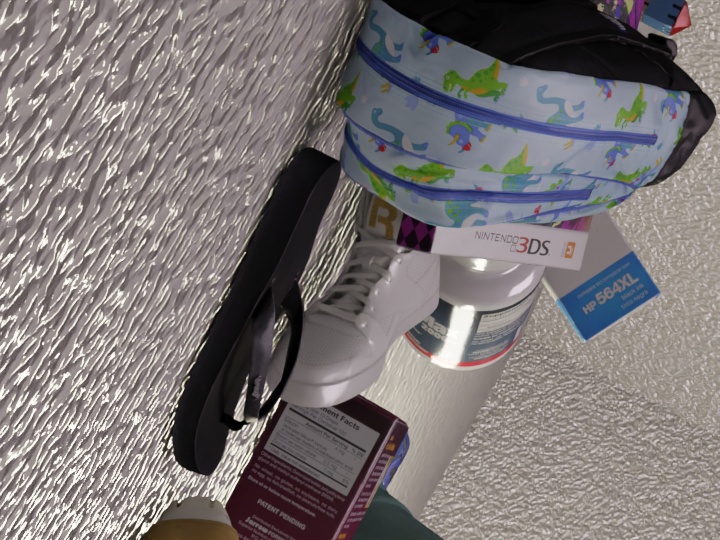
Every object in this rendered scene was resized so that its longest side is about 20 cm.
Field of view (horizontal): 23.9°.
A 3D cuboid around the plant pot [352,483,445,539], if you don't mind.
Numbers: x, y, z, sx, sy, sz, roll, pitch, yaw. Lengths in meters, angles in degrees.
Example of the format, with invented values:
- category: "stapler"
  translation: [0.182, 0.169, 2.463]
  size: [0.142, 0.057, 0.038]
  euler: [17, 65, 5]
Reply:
- category: "plant pot"
  translation: [0.024, 0.289, 1.391]
  size: [0.199, 0.195, 0.202]
  euler: [-22, 123, -39]

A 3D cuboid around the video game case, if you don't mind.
- category: "video game case"
  translation: [0.109, -0.104, 1.119]
  size: [0.180, 0.036, 0.202]
  euler: [6, 99, -51]

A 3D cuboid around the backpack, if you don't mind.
- category: "backpack"
  translation: [0.076, -0.095, 0.928]
  size: [0.155, 0.163, 0.200]
  euler: [-58, 154, 10]

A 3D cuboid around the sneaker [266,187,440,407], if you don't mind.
- category: "sneaker"
  translation: [0.000, 0.000, 1.110]
  size: [0.200, 0.073, 0.117]
  euler: [-45, 147, -55]

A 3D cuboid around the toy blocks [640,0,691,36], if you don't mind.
- category: "toy blocks"
  translation: [0.229, -0.282, 1.339]
  size: [0.201, 0.136, 0.100]
  euler: [-62, 171, -5]

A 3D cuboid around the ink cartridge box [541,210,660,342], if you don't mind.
- category: "ink cartridge box"
  translation: [0.183, -0.040, 1.542]
  size: [0.084, 0.201, 0.146]
  euler: [-32, 175, 6]

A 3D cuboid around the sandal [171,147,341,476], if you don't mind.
- category: "sandal"
  translation: [-0.053, 0.032, 0.930]
  size: [0.202, 0.043, 0.076]
  euler: [-66, 171, 20]

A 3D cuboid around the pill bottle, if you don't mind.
- category: "pill bottle"
  translation: [0.095, -0.008, 1.430]
  size: [0.120, 0.119, 0.200]
  euler: [-58, 170, -25]

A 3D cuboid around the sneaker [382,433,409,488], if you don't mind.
- category: "sneaker"
  translation: [-0.020, 0.219, 1.514]
  size: [0.201, 0.075, 0.079]
  euler: [-53, 134, -13]

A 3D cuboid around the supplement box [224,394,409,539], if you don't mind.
- category: "supplement box"
  translation: [-0.049, 0.180, 1.255]
  size: [0.201, 0.085, 0.110]
  euler: [-62, 171, -3]

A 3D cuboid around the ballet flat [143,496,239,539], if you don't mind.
- category: "ballet flat"
  translation: [-0.104, 0.170, 1.043]
  size: [0.200, 0.068, 0.064]
  euler: [98, -7, -72]
